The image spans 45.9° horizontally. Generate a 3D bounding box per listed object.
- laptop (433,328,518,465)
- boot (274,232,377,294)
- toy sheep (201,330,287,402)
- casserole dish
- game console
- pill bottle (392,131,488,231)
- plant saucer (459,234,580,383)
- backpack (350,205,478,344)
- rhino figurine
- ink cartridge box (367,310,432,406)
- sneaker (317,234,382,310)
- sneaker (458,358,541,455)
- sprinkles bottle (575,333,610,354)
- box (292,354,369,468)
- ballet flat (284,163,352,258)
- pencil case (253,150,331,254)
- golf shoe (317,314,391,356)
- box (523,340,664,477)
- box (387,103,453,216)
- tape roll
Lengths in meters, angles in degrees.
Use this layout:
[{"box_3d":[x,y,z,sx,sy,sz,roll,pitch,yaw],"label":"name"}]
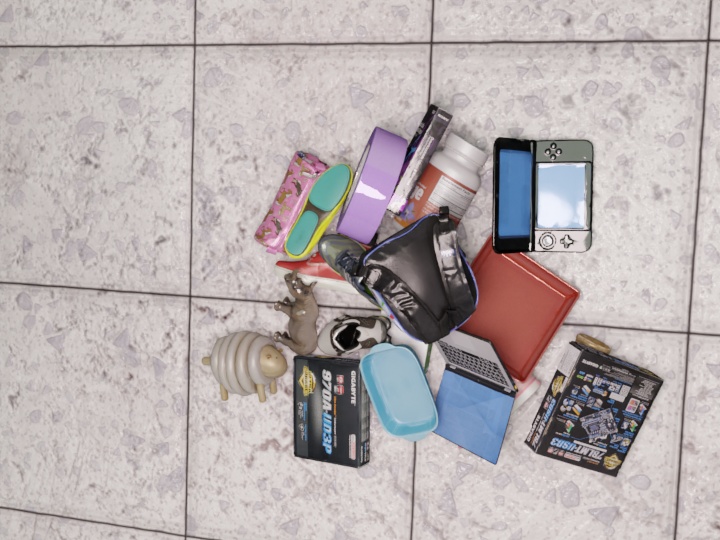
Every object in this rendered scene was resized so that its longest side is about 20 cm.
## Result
[{"box_3d":[0.174,0.209,1.518,0.116,0.186,0.202,-45,124,-20],"label":"laptop"},{"box_3d":[-0.067,-0.039,1.651,0.195,0.072,0.148,7,95,7],"label":"boot"},{"box_3d":[-0.232,0.186,1.682,0.195,0.137,0.142,-3,93,21],"label":"toy sheep"},{"box_3d":[0.075,0.219,1.572,0.119,0.039,0.204,-15,105,26],"label":"casserole dish"},{"box_3d":[0.326,-0.132,1.512,0.172,0.116,0.205,2,95,15],"label":"game console"},{"box_3d":[0.150,-0.144,1.561,0.111,0.112,0.203,32,101,10],"label":"pill bottle"},{"box_3d":[0.268,0.070,1.559,0.198,0.037,0.202,34,83,10],"label":"plant saucer"},{"box_3d":[0.104,0.021,1.458,0.197,0.154,0.193,-30,91,1],"label":"backpack"},{"box_3d":[-0.118,0.079,1.636,0.086,0.060,0.204,20,127,21],"label":"rhino figurine"},{"box_3d":[0.083,0.144,1.626,0.101,0.059,0.205,11,97,15],"label":"ink cartridge box"},{"box_3d":[0.000,0.000,1.569,0.199,0.081,0.075,37,94,12],"label":"sneaker"},{"box_3d":[0.234,0.244,1.588,0.105,0.075,0.200,45,100,9],"label":"sneaker"},{"box_3d":[0.384,0.219,1.547,0.067,0.068,0.204,24,99,12],"label":"sprinkles bottle"},{"box_3d":[-0.058,0.271,1.663,0.156,0.046,0.205,3,95,30],"label":"box"},{"box_3d":[-0.077,-0.110,1.609,0.066,0.067,0.202,32,90,16],"label":"ballet flat"},{"box_3d":[-0.133,-0.129,1.650,0.082,0.086,0.203,32,102,17],"label":"pencil case"},{"box_3d":[-0.032,0.120,1.611,0.198,0.093,0.080,-18,78,46],"label":"golf shoe"},{"box_3d":[0.412,0.248,1.500,0.196,0.050,0.202,19,101,-23],"label":"box"},{"box_3d":[0.100,-0.205,1.553,0.036,0.143,0.203,28,100,-8],"label":"box"},{"box_3d":[0.020,-0.154,1.545,0.064,0.200,0.204,22,100,-6],"label":"tape roll"}]
